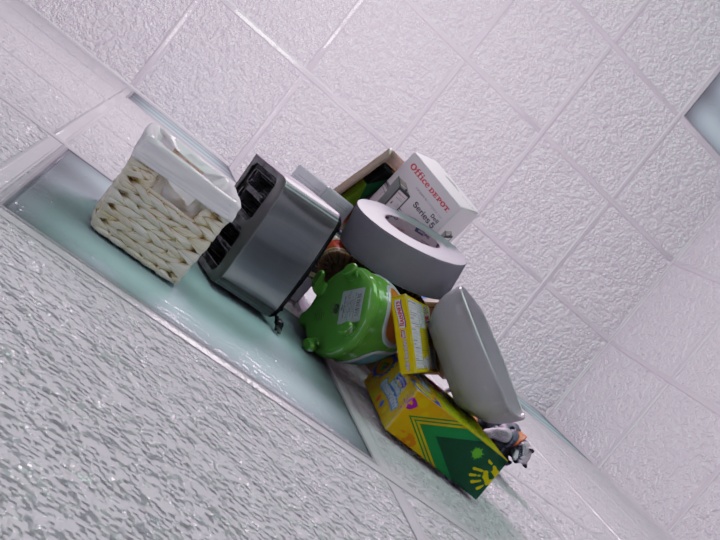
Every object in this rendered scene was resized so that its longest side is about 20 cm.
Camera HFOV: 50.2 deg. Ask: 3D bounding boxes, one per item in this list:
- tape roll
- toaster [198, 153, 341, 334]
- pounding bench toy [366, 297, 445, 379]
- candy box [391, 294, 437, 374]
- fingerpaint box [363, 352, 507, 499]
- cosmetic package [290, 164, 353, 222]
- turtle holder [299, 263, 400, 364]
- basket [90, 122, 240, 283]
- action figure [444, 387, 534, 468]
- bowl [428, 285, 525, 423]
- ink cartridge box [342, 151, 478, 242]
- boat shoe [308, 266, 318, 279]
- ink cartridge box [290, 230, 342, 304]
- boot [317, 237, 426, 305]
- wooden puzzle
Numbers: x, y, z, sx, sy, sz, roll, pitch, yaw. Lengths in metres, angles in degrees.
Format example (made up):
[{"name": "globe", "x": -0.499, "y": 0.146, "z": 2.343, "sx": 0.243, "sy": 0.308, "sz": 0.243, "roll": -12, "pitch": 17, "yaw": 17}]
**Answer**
[{"name": "tape roll", "x": 0.068, "y": -0.035, "z": 1.222, "sx": 0.199, "sy": 0.067, "sz": 0.200, "roll": 27, "pitch": 15, "yaw": -8}, {"name": "toaster", "x": -0.135, "y": -0.047, "z": 1.094, "sx": 0.118, "sy": 0.181, "sz": 0.200, "roll": 33, "pitch": 5, "yaw": -34}, {"name": "pounding bench toy", "x": 0.067, "y": 0.144, "z": 1.348, "sx": 0.154, "sy": 0.202, "sz": 0.124, "roll": 3, "pitch": 15, "yaw": -19}, {"name": "candy box", "x": 0.078, "y": 0.094, "z": 1.079, "sx": 0.200, "sy": 0.026, "sz": 0.103, "roll": 29, "pitch": 51, "yaw": -74}, {"name": "fingerpaint box", "x": 0.099, "y": 0.212, "z": 1.095, "sx": 0.167, "sy": 0.074, "sz": 0.200, "roll": 40, "pitch": 3, "yaw": -13}, {"name": "cosmetic package", "x": -0.114, "y": -0.058, "z": 1.238, "sx": 0.071, "sy": 0.201, "sz": 0.101, "roll": 35, "pitch": 5, "yaw": -43}, {"name": "turtle holder", "x": -0.012, "y": 0.083, "z": 1.132, "sx": 0.131, "sy": 0.185, "sz": 0.142, "roll": 25, "pitch": 36, "yaw": -35}, {"name": "basket", "x": -0.236, "y": -0.085, "z": 0.928, "sx": 0.135, "sy": 0.124, "sz": 0.200, "roll": 38, "pitch": 3, "yaw": -19}, {"name": "action figure", "x": 0.216, "y": 0.275, "z": 1.337, "sx": 0.193, "sy": 0.105, "sz": 0.200, "roll": 33, "pitch": 2, "yaw": 12}, {"name": "bowl", "x": 0.166, "y": 0.135, "z": 1.140, "sx": 0.200, "sy": 0.074, "sz": 0.202, "roll": 39, "pitch": 31, "yaw": -65}, {"name": "ink cartridge box", "x": 0.088, "y": -0.089, "z": 1.377, "sx": 0.146, "sy": 0.200, "sz": 0.084, "roll": 53, "pitch": 21, "yaw": 24}, {"name": "boat shoe", "x": 0.000, "y": 0.000, "z": 1.316, "sx": 0.198, "sy": 0.065, "sz": 0.073, "roll": 11, "pitch": 8, "yaw": -2}, {"name": "ink cartridge box", "x": -0.101, "y": -0.028, "z": 1.446, "sx": 0.083, "sy": 0.146, "sz": 0.200, "roll": 37, "pitch": 4, "yaw": -2}, {"name": "boot", "x": 0.023, "y": 0.015, "z": 1.233, "sx": 0.199, "sy": 0.075, "sz": 0.107, "roll": 35, "pitch": 14, "yaw": -12}, {"name": "wooden puzzle", "x": 0.015, "y": -0.138, "z": 1.421, "sx": 0.037, "sy": 0.184, "sz": 0.200, "roll": 59, "pitch": 13, "yaw": 17}]
